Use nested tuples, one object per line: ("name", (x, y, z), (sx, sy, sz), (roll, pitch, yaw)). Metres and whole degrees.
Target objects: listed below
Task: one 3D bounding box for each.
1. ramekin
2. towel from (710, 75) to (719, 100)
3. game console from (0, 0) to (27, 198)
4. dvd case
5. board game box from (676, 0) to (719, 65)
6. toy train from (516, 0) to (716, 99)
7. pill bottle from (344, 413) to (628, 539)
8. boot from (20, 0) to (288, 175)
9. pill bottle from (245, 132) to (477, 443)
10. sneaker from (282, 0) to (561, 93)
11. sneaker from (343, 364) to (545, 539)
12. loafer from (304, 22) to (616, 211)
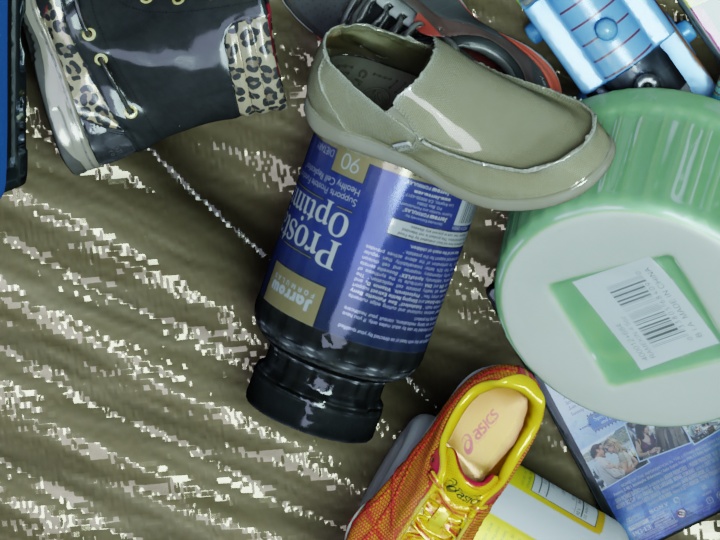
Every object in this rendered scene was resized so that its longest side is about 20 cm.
("ramekin", (0.175, -0.001, 1.602), (0.200, 0.098, 0.200), (11, 133, 12))
("towel", (0.286, -0.118, 1.620), (0.147, 0.022, 0.200), (8, 122, -22))
("game console", (-0.260, -0.137, 1.615), (0.171, 0.118, 0.200), (18, 116, 32))
("dvd case", (0.187, 0.066, 1.719), (0.143, 0.018, 0.200), (-27, 98, 9))
("board game box", (0.243, -0.222, 1.641), (0.148, 0.064, 0.200), (-35, 96, 8))
("toy train", (0.137, -0.163, 1.632), (0.087, 0.114, 0.200), (-34, 96, 10))
("pill bottle", (0.098, 0.181, 1.702), (0.200, 0.104, 0.104), (30, 101, -1))
("boot", (-0.135, -0.170, 1.672), (0.151, 0.073, 0.200), (-12, 93, 2))
("pill bottle", (0.000, 0.000, 1.672), (0.112, 0.112, 0.200), (19, 100, 0))
("sneaker", (0.031, -0.146, 1.645), (0.200, 0.082, 0.077), (29, 102, 16))
("sneaker", (0.042, 0.142, 1.611), (0.073, 0.077, 0.200), (28, 90, -3))
("loafer", (0.051, -0.092, 1.554), (0.200, 0.076, 0.068), (15, 146, 25))
